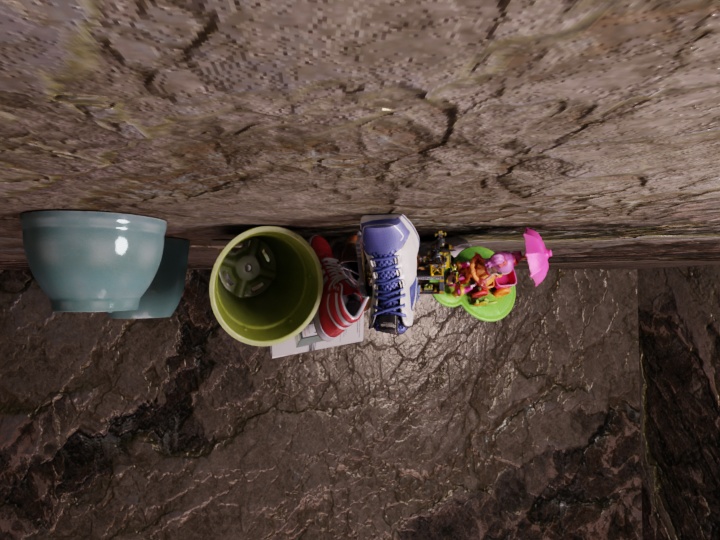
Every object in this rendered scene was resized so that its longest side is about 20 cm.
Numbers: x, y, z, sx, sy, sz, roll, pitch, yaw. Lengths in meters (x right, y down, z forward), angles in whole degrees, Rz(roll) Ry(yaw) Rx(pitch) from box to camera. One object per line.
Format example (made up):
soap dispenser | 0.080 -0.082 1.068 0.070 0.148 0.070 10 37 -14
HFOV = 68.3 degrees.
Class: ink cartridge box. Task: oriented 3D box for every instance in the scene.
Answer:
ink cartridge box | -0.107 0.092 1.092 0.195 0.086 0.146 -8 -155 -19

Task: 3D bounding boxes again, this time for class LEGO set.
LEGO set | 0.072 -0.037 0.904 0.194 0.119 0.154 3 -151 18

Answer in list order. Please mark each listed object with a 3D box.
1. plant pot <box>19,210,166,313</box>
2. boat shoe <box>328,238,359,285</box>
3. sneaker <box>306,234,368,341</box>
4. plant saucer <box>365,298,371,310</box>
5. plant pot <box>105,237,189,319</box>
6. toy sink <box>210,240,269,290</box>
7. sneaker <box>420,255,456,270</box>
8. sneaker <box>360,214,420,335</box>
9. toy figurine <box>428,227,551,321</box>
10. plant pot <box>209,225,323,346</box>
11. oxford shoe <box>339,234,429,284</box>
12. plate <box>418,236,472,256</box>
plant pot | -0.392 -0.007 0.789 0.194 0.139 0.200 0 178 0
boat shoe | 0.000 0.000 1.142 0.064 0.073 0.200 26 169 44
sneaker | -0.044 0.013 0.962 0.070 0.205 0.112 5 154 -38
plant saucer | -0.043 0.025 1.416 0.194 0.205 0.036 0 150 -1
plant pot | -0.465 0.018 1.125 0.194 0.166 0.201 0 178 0
toy sink | -0.254 -0.005 1.220 0.126 0.116 0.200 -1 178 2
sneaker | 0.176 0.002 1.112 0.085 0.076 0.198 -7 167 36
sneaker | 0.049 0.024 0.775 0.078 0.117 0.202 -3 134 14
toy figurine | 0.245 -0.007 0.947 0.195 0.154 0.184 -1 160 -22
plant pot | -0.190 0.009 0.972 0.195 0.206 0.189 1 -169 -24
oxford shoe | 0.050 0.007 1.029 0.196 0.074 0.072 23 144 5
plate | 0.152 -0.030 1.148 0.195 0.033 0.199 -15 169 19
